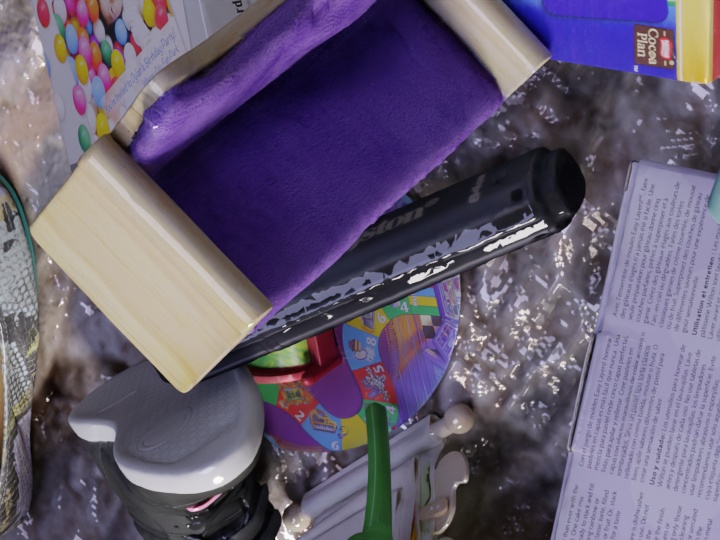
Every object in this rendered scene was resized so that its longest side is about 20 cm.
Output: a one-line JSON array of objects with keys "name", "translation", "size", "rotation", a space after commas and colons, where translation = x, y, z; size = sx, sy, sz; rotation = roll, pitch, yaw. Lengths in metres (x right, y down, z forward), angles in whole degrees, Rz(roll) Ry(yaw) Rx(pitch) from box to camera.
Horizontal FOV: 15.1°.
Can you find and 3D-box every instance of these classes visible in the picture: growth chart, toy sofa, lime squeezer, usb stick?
[{"name": "growth chart", "translation": [-0.004, 0.160, 1.181], "size": [0.018, 0.200, 0.145], "rotation": [29, 144, -30]}, {"name": "toy sofa", "translation": [-0.015, -0.054, 0.963], "size": [0.083, 0.200, 0.098], "rotation": [47, 138, 0]}, {"name": "lime squeezer", "translation": [-0.003, 0.147, 1.147], "size": [0.038, 0.200, 0.071], "rotation": [20, 162, -8]}, {"name": "usb stick", "translation": [0.000, 0.000, 1.133], "size": [0.200, 0.055, 0.033], "rotation": [-23, 104, 22]}]

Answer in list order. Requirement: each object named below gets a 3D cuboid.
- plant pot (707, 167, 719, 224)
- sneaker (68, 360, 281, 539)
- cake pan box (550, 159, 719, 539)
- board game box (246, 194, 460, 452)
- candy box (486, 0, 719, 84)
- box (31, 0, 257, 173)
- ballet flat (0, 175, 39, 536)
[{"name": "plant pot", "translation": [0.219, -0.072, 0.913], "size": [0.141, 0.141, 0.200], "rotation": [43, 118, 8]}, {"name": "sneaker", "translation": [-0.064, 0.096, 1.205], "size": [0.099, 0.071, 0.200], "rotation": [56, 165, -13]}, {"name": "cake pan box", "translation": [0.174, 0.064, 1.035], "size": [0.184, 0.052, 0.200], "rotation": [12, 91, 23]}, {"name": "board game box", "translation": [-0.054, -0.001, 1.204], "size": [0.200, 0.039, 0.158], "rotation": [43, 128, 8]}, {"name": "candy box", "translation": [0.058, -0.171, 1.030], "size": [0.200, 0.077, 0.169], "rotation": [11, 119, 27]}, {"name": "box", "translation": [-0.083, -0.095, 1.113], "size": [0.156, 0.041, 0.200], "rotation": [-13, 89, 60]}, {"name": "ballet flat", "translation": [-0.192, 0.050, 1.300], "size": [0.072, 0.072, 0.200], "rotation": [15, 119, 26]}]
